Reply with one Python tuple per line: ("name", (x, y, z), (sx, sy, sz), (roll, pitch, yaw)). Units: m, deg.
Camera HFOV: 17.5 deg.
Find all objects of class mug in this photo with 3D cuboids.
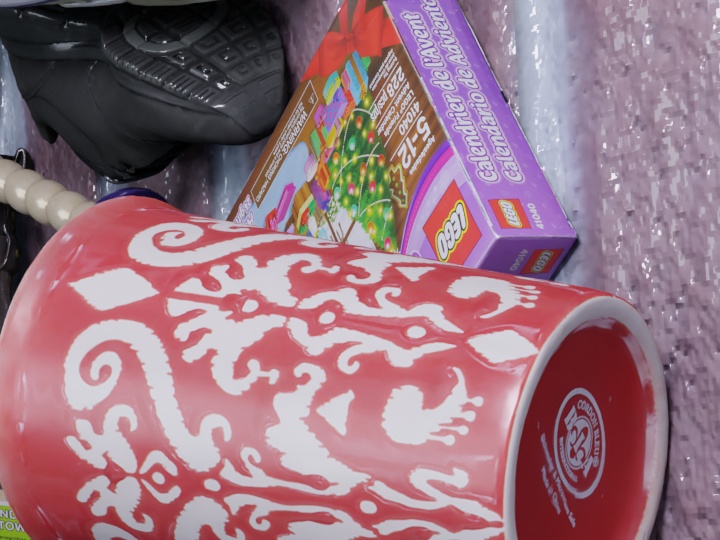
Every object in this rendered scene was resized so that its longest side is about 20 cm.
("mug", (0.004, 0.055, 0.802), (0.199, 0.177, 0.135), (6, 78, 35))

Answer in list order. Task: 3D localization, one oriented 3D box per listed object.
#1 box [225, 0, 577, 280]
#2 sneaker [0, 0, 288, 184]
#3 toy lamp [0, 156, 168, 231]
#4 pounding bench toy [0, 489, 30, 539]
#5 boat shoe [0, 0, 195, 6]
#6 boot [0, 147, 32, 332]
("box", (0.000, 0.000, 0.904), (0.201, 0.039, 0.138), (-59, 44, 41))
("sneaker", (-0.093, -0.080, 1.041), (0.199, 0.076, 0.091), (26, 133, 51))
("toy lamp", (-0.170, -0.043, 1.135), (0.199, 0.058, 0.059), (22, 109, 44))
("pounding bench toy", (-0.228, 0.196, 1.114), (0.125, 0.198, 0.156), (-103, 32, -41))
("boat shoe", (-0.114, -0.137, 0.986), (0.199, 0.062, 0.073), (7, 74, 33))
("boot", (-0.255, 0.030, 1.222), (0.069, 0.198, 0.176), (73, -175, -80))
